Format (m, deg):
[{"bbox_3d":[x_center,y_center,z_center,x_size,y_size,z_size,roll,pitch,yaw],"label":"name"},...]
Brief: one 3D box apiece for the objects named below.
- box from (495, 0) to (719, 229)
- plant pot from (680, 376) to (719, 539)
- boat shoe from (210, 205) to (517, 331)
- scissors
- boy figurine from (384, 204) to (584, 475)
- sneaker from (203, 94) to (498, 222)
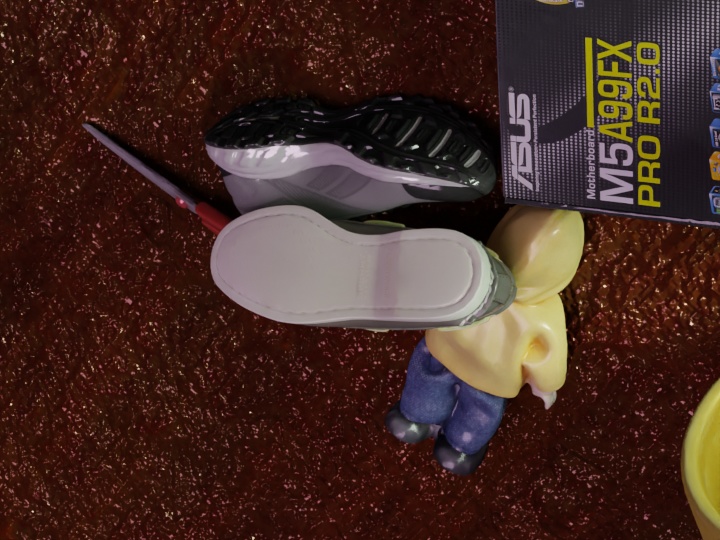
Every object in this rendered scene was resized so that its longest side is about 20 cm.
[{"bbox_3d":[0.158,-0.128,1.144,0.159,0.044,0.201,8,119,23],"label":"box"},{"bbox_3d":[0.302,0.155,1.139,0.199,0.201,0.190,-4,129,28],"label":"plant pot"},{"bbox_3d":[-0.001,0.003,1.219,0.201,0.060,0.073,5,83,33],"label":"boat shoe"},{"bbox_3d":[-0.108,-0.037,1.340,0.199,0.014,0.073,31,167,28],"label":"scissors"},{"bbox_3d":[0.078,0.032,1.257,0.124,0.064,0.201,30,124,11],"label":"boy figurine"},{"bbox_3d":[-0.002,-0.061,1.251,0.199,0.074,0.080,5,127,32],"label":"sneaker"}]
